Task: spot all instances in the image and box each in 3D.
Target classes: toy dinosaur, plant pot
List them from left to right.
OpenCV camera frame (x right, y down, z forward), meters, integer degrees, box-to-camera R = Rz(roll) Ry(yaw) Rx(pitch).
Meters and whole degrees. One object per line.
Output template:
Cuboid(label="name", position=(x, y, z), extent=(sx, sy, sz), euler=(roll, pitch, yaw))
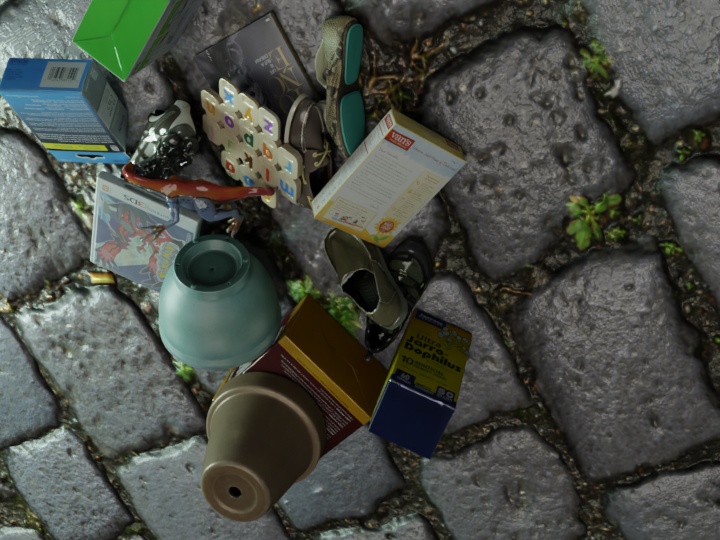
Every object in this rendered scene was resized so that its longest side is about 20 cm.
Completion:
Cuboid(label="toy dinosaur", position=(-0.260, -0.128, 1.458), extent=(0.199, 0.106, 0.180), euler=(-38, 131, 26))
Cuboid(label="plant pot", position=(-0.224, 0.033, 1.500), extent=(0.196, 0.203, 0.136), euler=(11, 139, 10))
Cuboid(label="plant pot", position=(-0.168, 0.287, 1.502), extent=(0.196, 0.175, 0.204), euler=(7, 119, 13))

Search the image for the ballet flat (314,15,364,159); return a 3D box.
Cuboid(label="ballet flat", position=(-0.032, -0.265, 1.393), extent=(0.074, 0.067, 0.204), euler=(15, 118, 33))

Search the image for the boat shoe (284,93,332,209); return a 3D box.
Cuboid(label="boat shoe", position=(-0.070, -0.167, 1.418), extent=(0.059, 0.072, 0.202), euler=(29, 142, 23))

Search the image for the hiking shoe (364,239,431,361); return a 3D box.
Cuboid(label="hiking shoe", position=(0.056, 0.050, 1.508), extent=(0.074, 0.101, 0.203), euler=(20, 121, 3))

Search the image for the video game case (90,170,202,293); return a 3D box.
Cuboid(label="video game case", position=(-0.356, -0.051, 1.591), extent=(0.179, 0.023, 0.202), euler=(24, 135, 3))

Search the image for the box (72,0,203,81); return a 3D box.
Cuboid(label="box", position=(-0.278, -0.385, 1.323), extent=(0.096, 0.177, 0.201), euler=(36, 122, -7))

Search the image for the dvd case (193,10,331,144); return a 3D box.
Cuboid(label="dvd case", position=(-0.141, -0.262, 1.445), extent=(0.147, 0.016, 0.202), euler=(-22, 111, 24))

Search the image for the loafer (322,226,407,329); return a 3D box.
Cuboid(label="loafer", position=(0.000, 0.000, 1.465), extent=(0.075, 0.069, 0.201), euler=(-48, 57, 16))

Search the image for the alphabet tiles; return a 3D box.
Cuboid(label="alphabet tiles", position=(-0.162, -0.187, 1.433), extent=(0.199, 0.015, 0.197), euler=(37, 148, 20))

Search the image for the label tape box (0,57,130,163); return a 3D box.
Cuboid(label="label tape box", position=(-0.444, -0.243, 1.499), extent=(0.140, 0.067, 0.201), euler=(4, 157, 13))

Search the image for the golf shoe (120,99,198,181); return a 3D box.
Cuboid(label="golf shoe", position=(-0.309, -0.195, 1.505), extent=(0.077, 0.097, 0.198), euler=(13, 156, -38))

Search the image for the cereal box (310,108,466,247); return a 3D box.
Cuboid(label="cereal box", position=(0.040, -0.130, 1.416), extent=(0.142, 0.040, 0.200), euler=(22, 126, -34))

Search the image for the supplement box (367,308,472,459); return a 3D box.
Cuboid(label="supplement box", position=(0.096, 0.172, 1.505), extent=(0.107, 0.201, 0.111), euler=(23, 122, 1))

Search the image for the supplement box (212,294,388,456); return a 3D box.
Cuboid(label="supplement box", position=(-0.099, 0.193, 1.610), extent=(0.197, 0.133, 0.199), euler=(44, 120, -10))
